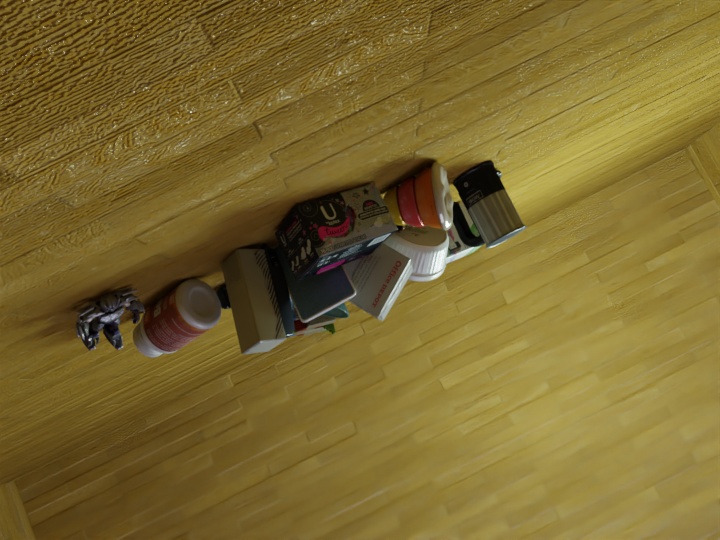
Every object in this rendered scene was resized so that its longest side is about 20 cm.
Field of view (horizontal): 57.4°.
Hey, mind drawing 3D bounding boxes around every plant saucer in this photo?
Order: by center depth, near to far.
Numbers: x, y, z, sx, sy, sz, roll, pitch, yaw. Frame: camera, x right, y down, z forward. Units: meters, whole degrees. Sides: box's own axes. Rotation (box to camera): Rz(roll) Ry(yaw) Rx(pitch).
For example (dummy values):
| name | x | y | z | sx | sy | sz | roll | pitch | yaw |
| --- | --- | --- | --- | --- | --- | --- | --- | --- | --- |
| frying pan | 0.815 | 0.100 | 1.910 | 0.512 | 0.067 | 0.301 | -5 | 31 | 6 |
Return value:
| name | x | y | z | sx | sy | sz | roll | pitch | yaw |
| --- | --- | --- | --- | --- | --- | --- | --- | --- | --- |
| plant saucer | -0.116 | 0.061 | 1.514 | 0.197 | 0.036 | 0.200 | 16 | 166 | 4 |

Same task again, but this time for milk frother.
| name | x | y | z | sx | sy | sz | roll | pitch | yaw |
| --- | --- | --- | --- | --- | --- | --- | --- | --- | --- |
| milk frother | 0.349 | -0.168 | 1.715 | 0.198 | 0.190 | 0.180 | -21 | 171 | -29 |

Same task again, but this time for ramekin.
| name | x | y | z | sx | sy | sz | roll | pitch | yaw |
| --- | --- | --- | --- | --- | --- | --- | --- | --- | --- |
| ramekin | 0.134 | -0.070 | 1.678 | 0.201 | 0.202 | 0.095 | -19 | 138 | -39 |

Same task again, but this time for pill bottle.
| name | x | y | z | sx | sy | sz | roll | pitch | yaw |
| --- | --- | --- | --- | --- | --- | --- | --- | --- | --- |
| pill bottle | -0.399 | 0.109 | 1.412 | 0.199 | 0.113 | 0.112 | -32 | 169 | 32 |

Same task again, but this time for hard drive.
| name | x | y | z | sx | sy | sz | roll | pitch | yaw |
| --- | --- | --- | --- | --- | --- | --- | --- | --- | --- |
| hard drive | -0.199 | 0.061 | 1.407 | 0.042 | 0.202 | 0.135 | -2 | 159 | -38 |

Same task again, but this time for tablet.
| name | x | y | z | sx | sy | sz | roll | pitch | yaw |
| --- | --- | --- | --- | --- | --- | --- | --- | --- | --- |
| tablet | -0.101 | 0.002 | 1.392 | 0.129 | 0.201 | 0.014 | -28 | 150 | 0 |

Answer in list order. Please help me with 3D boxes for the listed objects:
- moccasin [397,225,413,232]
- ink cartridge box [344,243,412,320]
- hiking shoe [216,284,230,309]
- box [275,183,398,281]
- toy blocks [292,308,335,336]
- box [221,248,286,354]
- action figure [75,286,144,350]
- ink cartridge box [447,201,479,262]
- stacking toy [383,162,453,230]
| name | x | y | z | sx | sy | sz | roll | pitch | yaw |
| --- | --- | --- | --- | --- | --- | --- | --- | --- | --- |
| moccasin | 0.086 | -0.122 | 1.583 | 0.200 | 0.078 | 0.074 | -19 | 169 | -40 |
| ink cartridge box | 0.000 | 0.000 | 1.493 | 0.148 | 0.199 | 0.145 | -59 | 170 | -3 |
| hiking shoe | -0.255 | 0.039 | 1.605 | 0.198 | 0.077 | 0.101 | -16 | 179 | -10 |
| box | -0.049 | -0.080 | 1.322 | 0.198 | 0.116 | 0.132 | -22 | 169 | -33 |
| toy blocks | -0.144 | 0.133 | 1.719 | 0.135 | 0.101 | 0.200 | -12 | 167 | -12 |
| box | -0.219 | 0.061 | 1.342 | 0.068 | 0.202 | 0.082 | -2 | 158 | -41 |
| action figure | -0.480 | 0.095 | 1.250 | 0.129 | 0.070 | 0.200 | -15 | 163 | -32 |
| ink cartridge box | 0.244 | -0.099 | 1.949 | 0.198 | 0.146 | 0.084 | -21 | 170 | -25 |
| stacking toy | 0.097 | -0.148 | 1.439 | 0.197 | 0.148 | 0.146 | -9 | 176 | 16 |
